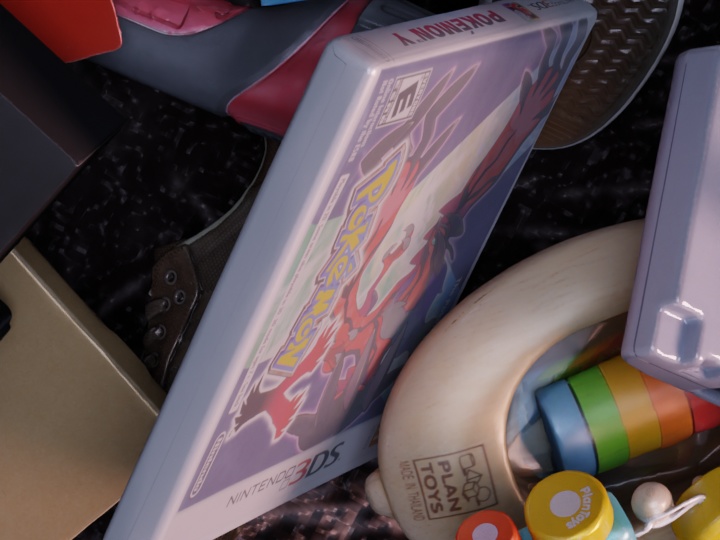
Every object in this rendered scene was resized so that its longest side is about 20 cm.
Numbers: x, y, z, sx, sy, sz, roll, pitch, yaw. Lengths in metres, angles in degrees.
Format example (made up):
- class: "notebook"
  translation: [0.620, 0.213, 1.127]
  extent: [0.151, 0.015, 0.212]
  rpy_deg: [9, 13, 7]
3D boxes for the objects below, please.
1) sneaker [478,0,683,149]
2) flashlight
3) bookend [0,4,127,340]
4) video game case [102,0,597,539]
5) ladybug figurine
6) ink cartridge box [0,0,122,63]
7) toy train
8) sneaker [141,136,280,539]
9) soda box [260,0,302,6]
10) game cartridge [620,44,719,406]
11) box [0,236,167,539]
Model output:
- class: "sneaker"
  translation: [0.088, -0.143, 1.067]
  extent: [0.073, 0.085, 0.200]
  rpy_deg: [10, 119, -7]
- class: "flashlight"
  translation: [-0.066, -0.096, 1.041]
  extent: [0.200, 0.068, 0.068]
  rpy_deg: [24, 134, 11]
- class: "bookend"
  translation: [-0.143, -0.100, 0.951]
  extent: [0.199, 0.092, 0.200]
  rpy_deg: [42, 106, -3]
- class: "video game case"
  translation: [0.000, 0.000, 0.999]
  extent: [0.023, 0.182, 0.200]
  rpy_deg: [33, 113, 18]
- class: "ladybug figurine"
  translation: [0.093, 0.046, 1.076]
  extent: [0.200, 0.072, 0.136]
  rpy_deg: [-17, 108, -9]
- class: "ink cartridge box"
  translation: [-0.184, -0.158, 1.015]
  extent: [0.162, 0.057, 0.200]
  rpy_deg: [-13, 86, 20]
- class: "toy train"
  translation: [0.110, 0.136, 1.050]
  extent: [0.200, 0.056, 0.150]
  rpy_deg: [2, 129, -31]
- class: "sneaker"
  translation: [-0.052, 0.027, 1.086]
  extent: [0.076, 0.070, 0.200]
  rpy_deg: [28, 91, 11]
- class: "soda box"
  translation: [0.059, -0.145, 0.982]
  extent: [0.200, 0.064, 0.068]
  rpy_deg: [-7, 120, 6]
- class: "game cartridge"
  translation: [0.182, 0.000, 1.037]
  extent: [0.200, 0.041, 0.133]
  rpy_deg: [24, 74, -33]
- class: "box"
  translation: [-0.183, 0.034, 1.060]
  extent: [0.163, 0.021, 0.200]
  rpy_deg: [-40, 96, 23]
